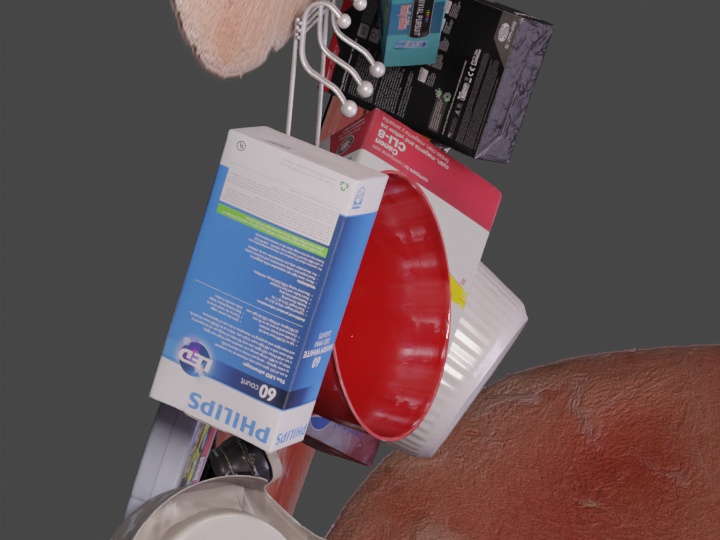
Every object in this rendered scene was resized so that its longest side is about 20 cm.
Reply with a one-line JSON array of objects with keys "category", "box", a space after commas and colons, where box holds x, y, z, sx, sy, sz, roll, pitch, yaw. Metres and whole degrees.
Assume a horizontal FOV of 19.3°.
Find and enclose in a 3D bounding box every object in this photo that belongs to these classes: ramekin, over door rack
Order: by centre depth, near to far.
[{"category": "over door rack", "box": [-0.029, -0.125, 1.658, 0.148, 0.067, 0.200, -60, 168, -70]}, {"category": "ramekin", "box": [0.071, 0.081, 1.943, 0.202, 0.094, 0.202, -54, 174, -8]}]

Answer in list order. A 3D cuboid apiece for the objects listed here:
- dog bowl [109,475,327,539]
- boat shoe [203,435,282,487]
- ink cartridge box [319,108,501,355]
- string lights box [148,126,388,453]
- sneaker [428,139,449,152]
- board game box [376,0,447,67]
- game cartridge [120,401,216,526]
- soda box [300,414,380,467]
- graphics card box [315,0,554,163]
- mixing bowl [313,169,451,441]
[{"category": "dog bowl", "box": [-0.107, 0.244, 1.523, 0.059, 0.200, 0.200, -1, -115, 54]}, {"category": "boat shoe", "box": [-0.130, 0.210, 2.025, 0.068, 0.072, 0.200, -29, 164, -25]}, {"category": "ink cartridge box", "box": [0.000, 0.000, 1.780, 0.145, 0.145, 0.200, -27, -143, 52]}, {"category": "string lights box", "box": [-0.064, 0.012, 1.455, 0.059, 0.103, 0.200, -15, 125, -66]}, {"category": "sneaker", "box": [0.130, -0.251, 3.507, 0.092, 0.076, 0.200, 112, -1, -68]}, {"category": "board game box", "box": [0.038, -0.268, 1.675, 0.200, 0.047, 0.151, 96, -10, -75]}, {"category": "game cartridge", "box": [-0.132, 0.117, 1.602, 0.133, 0.041, 0.200, 28, 81, -83]}, {"category": "soda box", "box": [-0.048, 0.128, 2.006, 0.200, 0.070, 0.064, 34, 73, -58]}, {"category": "graphics card box", "box": [0.060, -0.181, 1.793, 0.051, 0.200, 0.126, 7, 105, -47]}, {"category": "mixing bowl", "box": [-0.021, 0.027, 1.582, 0.200, 0.108, 0.201, 3, 87, -63]}]
